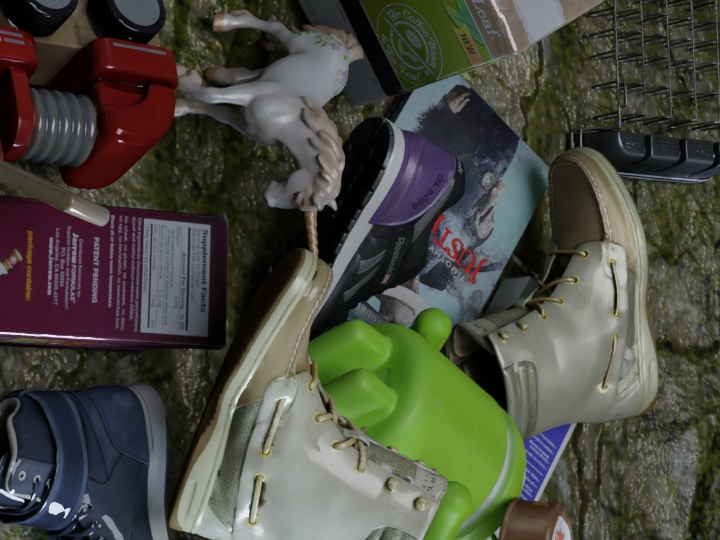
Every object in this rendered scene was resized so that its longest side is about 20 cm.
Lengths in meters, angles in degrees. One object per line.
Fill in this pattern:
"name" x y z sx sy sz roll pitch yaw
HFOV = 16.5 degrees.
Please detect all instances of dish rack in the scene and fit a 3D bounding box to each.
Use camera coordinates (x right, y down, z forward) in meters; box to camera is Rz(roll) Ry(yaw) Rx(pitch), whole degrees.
"dish rack" 0.232 -0.172 1.908 0.153 0.054 0.201 4 83 -39

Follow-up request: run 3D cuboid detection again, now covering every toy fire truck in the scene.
"toy fire truck" -0.184 -0.090 1.489 0.175 0.129 0.201 8 58 -38

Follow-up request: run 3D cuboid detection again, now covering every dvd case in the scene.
"dvd case" 0.050 -0.036 1.778 0.146 0.022 0.201 44 63 -27

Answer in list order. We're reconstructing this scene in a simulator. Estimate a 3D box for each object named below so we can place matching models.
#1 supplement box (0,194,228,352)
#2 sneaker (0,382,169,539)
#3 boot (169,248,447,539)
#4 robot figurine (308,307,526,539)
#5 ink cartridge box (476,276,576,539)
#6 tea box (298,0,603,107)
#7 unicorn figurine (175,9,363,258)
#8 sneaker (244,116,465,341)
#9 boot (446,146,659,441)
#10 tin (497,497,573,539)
"supplement box" -0.192 0.004 1.533 0.199 0.110 0.086 5 85 -38
"sneaker" -0.185 0.170 1.542 0.146 0.077 0.204 5 75 -48
"boot" -0.016 0.096 1.519 0.154 0.072 0.201 22 112 -5
"robot figurine" 0.032 0.113 1.655 0.200 0.115 0.176 41 28 -38
"ink cartridge box" 0.103 0.113 1.800 0.099 0.039 0.201 43 62 -27
"tea box" 0.047 -0.240 1.667 0.133 0.196 0.201 -33 101 -34
"unicorn figurine" -0.055 -0.107 1.618 0.074 0.137 0.201 86 25 -50
"sneaker" 0.000 0.000 1.653 0.087 0.076 0.200 21 114 -32
"boot" 0.130 0.020 1.763 0.154 0.072 0.201 -12 94 -35
"tin" 0.111 0.251 1.632 0.112 0.042 0.201 40 54 -76
